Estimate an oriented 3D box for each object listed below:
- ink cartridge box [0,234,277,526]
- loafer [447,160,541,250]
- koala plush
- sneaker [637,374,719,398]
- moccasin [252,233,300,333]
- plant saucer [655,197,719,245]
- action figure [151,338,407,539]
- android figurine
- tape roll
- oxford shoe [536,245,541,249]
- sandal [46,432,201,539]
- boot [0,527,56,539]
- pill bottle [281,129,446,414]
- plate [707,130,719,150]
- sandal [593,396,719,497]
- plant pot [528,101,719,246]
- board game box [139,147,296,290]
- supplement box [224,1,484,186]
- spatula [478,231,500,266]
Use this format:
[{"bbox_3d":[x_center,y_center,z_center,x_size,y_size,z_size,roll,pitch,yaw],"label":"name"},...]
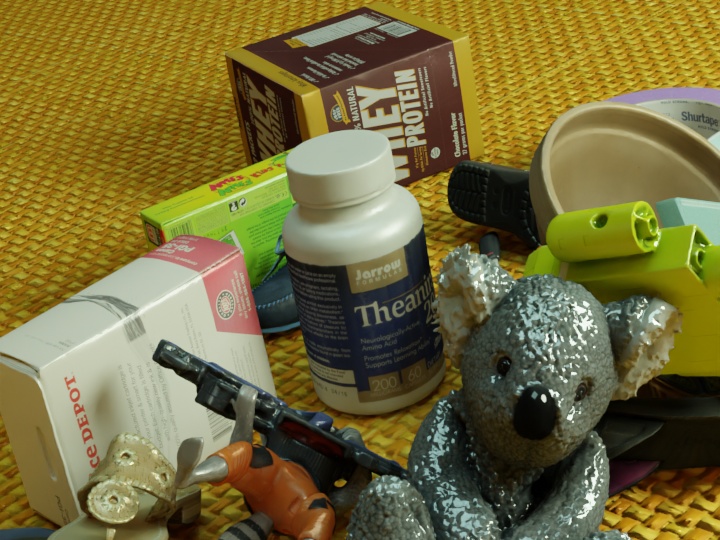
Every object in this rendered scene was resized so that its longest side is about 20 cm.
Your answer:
[{"bbox_3d":[-0.168,0.082,1.149,0.082,0.148,0.199,14,35,43],"label":"ink cartridge box"},{"bbox_3d":[0.170,-0.060,1.384,0.070,0.074,0.199,-7,25,-44],"label":"loafer"},{"bbox_3d":[0.098,0.092,0.930,0.175,0.203,0.184,12,13,7],"label":"koala plush"},{"bbox_3d":[0.203,0.074,1.103,0.197,0.076,0.088,-10,25,1],"label":"sneaker"},{"bbox_3d":[-0.037,-0.012,1.376,0.080,0.069,0.199,13,35,39],"label":"moccasin"},{"bbox_3d":[0.265,0.030,1.056,0.069,0.019,0.202,5,52,-25],"label":"plant saucer"},{"bbox_3d":[-0.076,0.135,1.028,0.198,0.106,0.193,28,9,8],"label":"action figure"},{"bbox_3d":[0.183,0.020,0.965,0.198,0.182,0.042,-8,54,44],"label":"android figurine"},{"bbox_3d":[0.285,-0.106,1.444,0.197,0.066,0.201,-9,27,4],"label":"tape roll"},{"bbox_3d":[0.163,0.026,1.210,0.072,0.072,0.200,3,24,30],"label":"oxford shoe"},{"bbox_3d":[-0.154,0.141,1.014,0.076,0.071,0.212,1,1,9],"label":"sandal"},{"bbox_3d":[-0.191,0.197,1.012,0.197,0.076,0.097,-11,29,5],"label":"boot"},{"bbox_3d":[0.000,0.000,1.186,0.109,0.202,0.111,-9,26,4],"label":"pill bottle"},{"bbox_3d":[0.365,-0.054,1.293,0.197,0.026,0.202,-8,50,9],"label":"plate"},{"bbox_3d":[0.173,0.122,1.030,0.197,0.076,0.048,-6,47,9],"label":"sandal"},{"bbox_3d":[0.204,-0.022,1.143,0.198,0.093,0.203,15,48,-17],"label":"plant pot"},{"bbox_3d":[-0.098,-0.039,1.416,0.198,0.103,0.047,-25,29,-26],"label":"board game box"},{"bbox_3d":[-0.008,-0.176,1.620,0.198,0.134,0.197,-22,28,-21],"label":"supplement box"},{"bbox_3d":[0.118,0.003,1.328,0.056,0.021,0.200,-33,20,12],"label":"spatula"}]
